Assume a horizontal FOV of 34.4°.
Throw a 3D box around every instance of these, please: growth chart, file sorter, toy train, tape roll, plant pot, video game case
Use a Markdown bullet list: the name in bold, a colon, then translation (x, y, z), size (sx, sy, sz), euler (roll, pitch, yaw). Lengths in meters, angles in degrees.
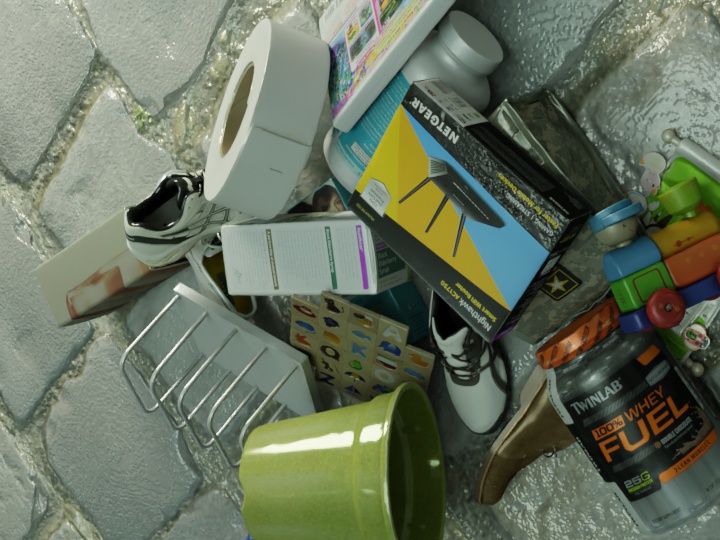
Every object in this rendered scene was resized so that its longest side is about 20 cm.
- **growth chart**: translation (0.302, -0.019, 1.106), size (0.144, 0.018, 0.202), euler (31, 117, 25)
- **file sorter**: translation (-0.162, 0.139, 1.366), size (0.198, 0.125, 0.140), euler (27, 152, 26)
- **toy train**: translation (0.306, -0.032, 1.032), size (0.198, 0.085, 0.117), euler (-24, 87, -6)
- **tape roll**: translation (-0.101, -0.159, 1.234), size (0.070, 0.204, 0.204), euler (18, 121, -19)
- **plant pot**: translation (-0.023, 0.226, 1.237), size (0.181, 0.200, 0.204), euler (-6, 99, 19)
- **video game case**: translation (0.026, -0.266, 1.163), size (0.200, 0.023, 0.184), euler (-47, 35, 33)

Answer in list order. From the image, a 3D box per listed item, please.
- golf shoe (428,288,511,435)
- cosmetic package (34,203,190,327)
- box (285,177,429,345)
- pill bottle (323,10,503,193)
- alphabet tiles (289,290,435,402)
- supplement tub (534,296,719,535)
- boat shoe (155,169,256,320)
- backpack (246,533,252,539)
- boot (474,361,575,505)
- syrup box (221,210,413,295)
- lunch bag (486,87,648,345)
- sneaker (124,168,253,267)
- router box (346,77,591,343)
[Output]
- **golf shoe**: translation (0.104, 0.083, 1.222), size (0.077, 0.094, 0.203), euler (-3, 102, 33)
- **cosmetic package**: translation (-0.308, -0.009, 1.477), size (0.199, 0.103, 0.088), euler (-27, 85, 37)
- **box**: translation (0.000, 0.000, 1.298), size (0.082, 0.049, 0.202), euler (-32, 83, 35)
- **pill bottle**: translation (0.057, -0.165, 1.180), size (0.111, 0.110, 0.200), euler (51, 124, 12)
- **alphabet tiles**: translation (-0.002, 0.092, 1.266), size (0.164, 0.006, 0.201), euler (23, 149, 9)
- **supplement tub**: translation (0.259, 0.135, 1.099), size (0.122, 0.122, 0.201), euler (-37, 86, 35)
- **boat shoe**: translation (-0.177, -0.030, 1.383), size (0.086, 0.074, 0.205), euler (-18, 94, 59)
- **backpack**: translation (-0.027, 0.360, 1.339), size (0.198, 0.162, 0.170), euler (20, 97, 31)
- **boot**: translation (0.182, 0.178, 1.210), size (0.075, 0.074, 0.202), euler (32, 116, 12)
- **syrup box**: translation (-0.048, -0.019, 1.246), size (0.197, 0.078, 0.083), euler (0, 101, 34)
- **lunch bag**: translation (0.167, -0.043, 1.131), size (0.164, 0.117, 0.201), euler (-43, 79, 35)
- **sneaker**: translation (-0.178, -0.082, 1.317), size (0.076, 0.199, 0.088), euler (46, 165, 24)
- **router box**: translation (0.096, -0.057, 1.075), size (0.200, 0.051, 0.150), euler (44, 125, 21)
